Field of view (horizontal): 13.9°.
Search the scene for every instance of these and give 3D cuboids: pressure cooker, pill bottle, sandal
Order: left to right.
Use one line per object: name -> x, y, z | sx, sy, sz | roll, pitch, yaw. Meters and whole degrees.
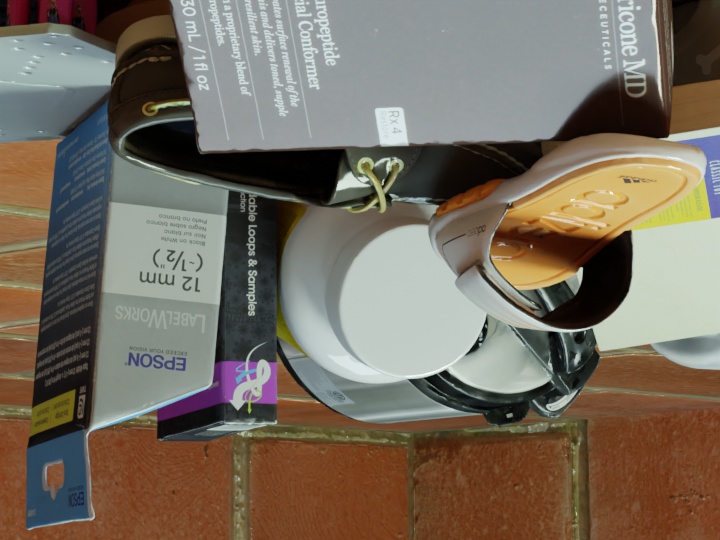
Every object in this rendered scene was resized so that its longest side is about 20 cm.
pill bottle -> 0.000, 0.000, 1.601 | 0.111, 0.112, 0.200 | 2, -172, -16
pressure cooker -> 0.056, 0.010, 1.863 | 0.176, 0.179, 0.200 | 8, 170, -32
sandal -> 0.082, -0.007, 1.257 | 0.079, 0.059, 0.207 | 9, 164, -15

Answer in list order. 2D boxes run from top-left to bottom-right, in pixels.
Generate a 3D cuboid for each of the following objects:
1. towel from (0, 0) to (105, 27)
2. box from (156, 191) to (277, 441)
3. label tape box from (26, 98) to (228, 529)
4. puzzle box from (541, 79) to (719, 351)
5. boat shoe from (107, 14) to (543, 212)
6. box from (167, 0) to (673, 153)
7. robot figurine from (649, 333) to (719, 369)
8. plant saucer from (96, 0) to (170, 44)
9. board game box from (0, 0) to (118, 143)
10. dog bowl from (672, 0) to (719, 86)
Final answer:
towel -> -0.198, -0.112, 1.511 | 0.147, 0.024, 0.200 | -1, 172, -2
box -> -0.078, -0.011, 1.612 | 0.036, 0.200, 0.143 | 1, 173, -18
label tape box -> -0.114, 0.026, 1.434 | 0.066, 0.200, 0.143 | 5, 171, -17
puzzle box -> 0.160, -0.026, 1.350 | 0.133, 0.025, 0.200 | -8, 152, 8
boat shoe -> -0.014, -0.055, 1.304 | 0.201, 0.061, 0.072 | 12, 143, -9
box -> 0.026, -0.107, 1.203 | 0.200, 0.075, 0.100 | -3, 132, 8
robot figurine -> 0.224, 0.000, 1.631 | 0.169, 0.113, 0.200 | 12, -175, 44
plant saucer -> -0.031, -0.116, 1.454 | 0.200, 0.032, 0.200 | 0, 172, 0
board game box -> -0.167, -0.096, 1.409 | 0.200, 0.026, 0.200 | -2, 170, 29
dog bowl -> 0.215, -0.103, 1.468 | 0.200, 0.059, 0.200 | -1, 173, 0
